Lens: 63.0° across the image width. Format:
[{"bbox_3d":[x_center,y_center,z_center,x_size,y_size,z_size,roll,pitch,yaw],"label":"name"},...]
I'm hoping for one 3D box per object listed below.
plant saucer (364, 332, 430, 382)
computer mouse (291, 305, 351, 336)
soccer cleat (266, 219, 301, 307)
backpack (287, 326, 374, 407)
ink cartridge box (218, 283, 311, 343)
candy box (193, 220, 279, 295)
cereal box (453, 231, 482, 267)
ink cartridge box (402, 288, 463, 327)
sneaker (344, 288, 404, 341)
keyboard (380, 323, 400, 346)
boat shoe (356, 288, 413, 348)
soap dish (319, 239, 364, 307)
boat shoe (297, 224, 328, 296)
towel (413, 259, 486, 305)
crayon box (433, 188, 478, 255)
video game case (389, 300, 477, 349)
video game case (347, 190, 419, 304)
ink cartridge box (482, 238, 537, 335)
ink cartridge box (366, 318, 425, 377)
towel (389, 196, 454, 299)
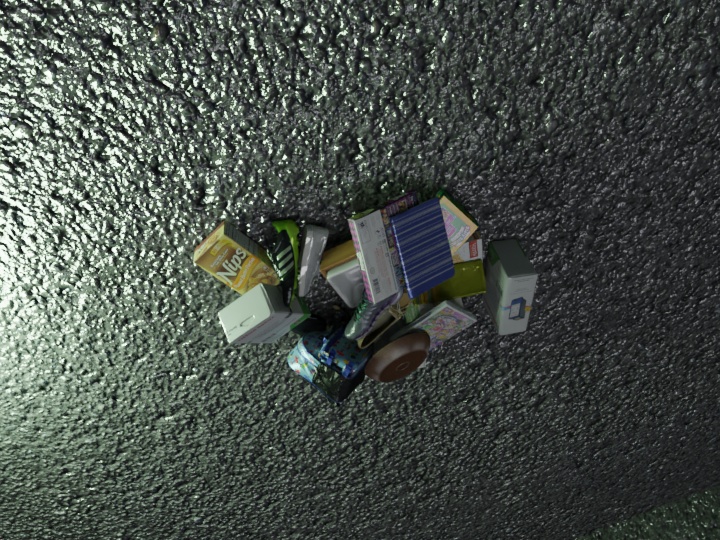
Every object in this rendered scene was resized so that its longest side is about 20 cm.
[{"bbox_3d":[0.104,0.238,1.538,0.195,0.037,0.203,-21,148,-13],"label":"plant saucer"},{"bbox_3d":[-0.116,0.139,1.589,0.198,0.047,0.140,33,118,-32],"label":"computer mouse"},{"bbox_3d":[-0.182,-0.017,1.393,0.078,0.068,0.208,2,93,-5],"label":"soccer cleat"},{"bbox_3d":[-0.083,0.227,1.537,0.196,0.182,0.138,30,114,16],"label":"backpack"},{"bbox_3d":[-0.233,0.109,1.452,0.144,0.086,0.199,-33,163,14],"label":"ink cartridge box"},{"bbox_3d":[-0.289,-0.017,1.418,0.114,0.056,0.199,-36,128,21],"label":"candy box"},{"bbox_3d":[0.222,-0.014,1.534,0.193,0.040,0.147,-13,130,1],"label":"cereal box"},{"bbox_3d":[0.207,0.095,1.571,0.193,0.070,0.117,-12,169,-1],"label":"ink cartridge box"},{"bbox_3d":[0.014,0.082,1.433,0.087,0.075,0.201,31,108,-39],"label":"sneaker"},{"bbox_3d":[0.065,0.139,1.546,0.055,0.011,0.203,-25,129,2],"label":"keyboard"},{"bbox_3d":[0.064,0.117,1.482,0.199,0.064,0.073,-38,127,13],"label":"boat shoe"},{"bbox_3d":[0.000,0.000,1.446,0.153,0.083,0.201,-23,147,9],"label":"soap dish"},{"bbox_3d":[-0.117,-0.021,1.449,0.066,0.073,0.206,3,120,-14],"label":"boat shoe"},{"bbox_3d":[0.224,0.031,1.505,0.193,0.018,0.089,-10,94,-3],"label":"towel"},{"bbox_3d":[0.176,-0.079,1.424,0.118,0.059,0.201,37,109,-14],"label":"crayon box"},{"bbox_3d":[0.191,0.154,1.541,0.198,0.018,0.141,-37,138,29],"label":"video game case"},{"bbox_3d":[0.072,-0.054,1.339,0.178,0.035,0.206,-26,114,-24],"label":"video game case"},{"bbox_3d":[0.387,0.044,1.546,0.084,0.147,0.205,-7,130,-7],"label":"ink cartridge box"},{"bbox_3d":[0.087,0.213,1.669,0.193,0.086,0.149,-10,131,-6],"label":"ink cartridge box"},{"bbox_3d":[0.144,-0.052,1.356,0.142,0.024,0.206,-25,112,-25],"label":"towel"}]
